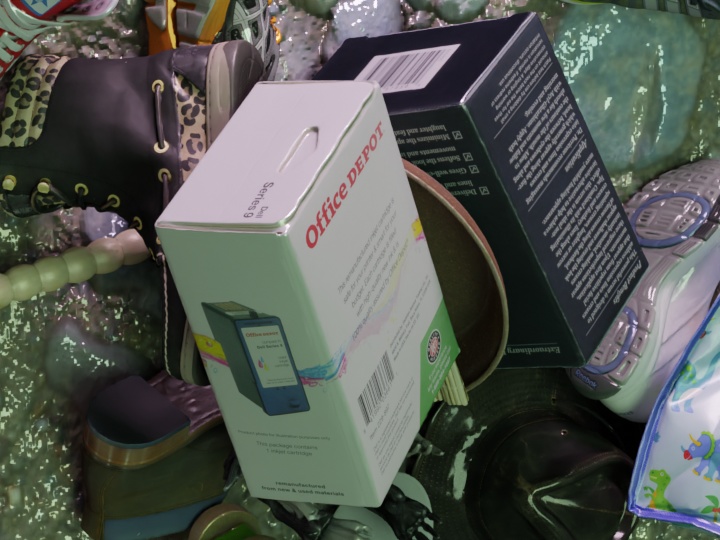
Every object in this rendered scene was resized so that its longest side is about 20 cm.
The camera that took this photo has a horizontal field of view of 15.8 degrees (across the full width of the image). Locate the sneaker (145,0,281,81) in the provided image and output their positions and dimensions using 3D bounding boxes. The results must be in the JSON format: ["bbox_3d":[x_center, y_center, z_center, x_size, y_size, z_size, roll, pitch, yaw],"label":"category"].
[{"bbox_3d":[-0.085,-0.153,1.572,0.077,0.078,0.200,-4,108,-43],"label":"sneaker"}]

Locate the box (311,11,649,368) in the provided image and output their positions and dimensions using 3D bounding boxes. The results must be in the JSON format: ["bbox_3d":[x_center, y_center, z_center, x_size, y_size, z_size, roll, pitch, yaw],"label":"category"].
[{"bbox_3d":[0.066,-0.045,1.619,0.107,0.148,0.200,-52,126,-41],"label":"box"}]

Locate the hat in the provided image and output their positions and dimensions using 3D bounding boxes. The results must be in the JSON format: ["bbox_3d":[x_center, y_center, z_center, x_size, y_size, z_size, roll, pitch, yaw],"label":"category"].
[{"bbox_3d":[0.132,0.155,1.765,0.200,0.081,0.201,-8,107,-27],"label":"hat"}]

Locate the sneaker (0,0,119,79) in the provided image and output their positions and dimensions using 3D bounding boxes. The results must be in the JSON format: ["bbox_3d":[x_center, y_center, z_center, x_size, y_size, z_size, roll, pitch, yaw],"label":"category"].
[{"bbox_3d":[-0.207,-0.137,1.475,0.071,0.112,0.200,32,85,-32],"label":"sneaker"}]

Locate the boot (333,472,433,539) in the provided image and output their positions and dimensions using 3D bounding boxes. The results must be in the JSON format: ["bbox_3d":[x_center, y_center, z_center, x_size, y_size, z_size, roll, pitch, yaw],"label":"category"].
[{"bbox_3d":[-0.001,0.238,1.718,0.073,0.096,0.200,15,63,5],"label":"boot"}]

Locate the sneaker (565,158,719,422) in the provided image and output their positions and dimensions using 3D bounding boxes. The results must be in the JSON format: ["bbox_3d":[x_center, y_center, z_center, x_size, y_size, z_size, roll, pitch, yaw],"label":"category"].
[{"bbox_3d":[0.210,0.013,1.784,0.200,0.074,0.087,-58,139,-13],"label":"sneaker"}]

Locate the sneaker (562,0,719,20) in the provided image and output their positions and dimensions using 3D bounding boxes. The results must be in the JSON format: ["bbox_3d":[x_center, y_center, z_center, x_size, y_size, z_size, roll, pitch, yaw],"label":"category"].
[{"bbox_3d":[0.206,-0.203,1.716,0.200,0.081,0.074,1,102,-30],"label":"sneaker"}]

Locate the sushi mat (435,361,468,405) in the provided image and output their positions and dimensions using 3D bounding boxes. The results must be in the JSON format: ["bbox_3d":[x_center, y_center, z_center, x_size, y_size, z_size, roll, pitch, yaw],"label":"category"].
[{"bbox_3d":[0.000,0.000,1.562,0.012,0.096,0.200,-52,135,-40],"label":"sushi mat"}]

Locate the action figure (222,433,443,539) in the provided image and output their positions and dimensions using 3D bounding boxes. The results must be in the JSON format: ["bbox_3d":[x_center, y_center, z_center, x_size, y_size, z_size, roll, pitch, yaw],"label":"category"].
[{"bbox_3d":[-0.008,0.127,1.599,0.119,0.102,0.200,-55,139,-19],"label":"action figure"}]

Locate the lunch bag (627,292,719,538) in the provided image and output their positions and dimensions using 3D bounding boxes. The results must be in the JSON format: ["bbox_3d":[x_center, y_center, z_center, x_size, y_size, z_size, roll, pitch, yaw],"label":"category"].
[{"bbox_3d":[0.280,0.086,1.778,0.170,0.127,0.200,13,90,-67],"label":"lunch bag"}]

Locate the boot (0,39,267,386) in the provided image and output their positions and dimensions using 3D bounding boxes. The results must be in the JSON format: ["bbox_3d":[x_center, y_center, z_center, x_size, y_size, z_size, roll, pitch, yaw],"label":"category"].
[{"bbox_3d":[-0.136,-0.037,1.509,0.073,0.150,0.200,8,86,-71],"label":"boot"}]

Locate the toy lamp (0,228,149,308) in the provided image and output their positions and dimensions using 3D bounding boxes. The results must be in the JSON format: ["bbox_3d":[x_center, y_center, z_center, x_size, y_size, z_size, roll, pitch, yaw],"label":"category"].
[{"bbox_3d":[-0.183,-0.001,1.558,0.200,0.058,0.058,-21,112,-26],"label":"toy lamp"}]

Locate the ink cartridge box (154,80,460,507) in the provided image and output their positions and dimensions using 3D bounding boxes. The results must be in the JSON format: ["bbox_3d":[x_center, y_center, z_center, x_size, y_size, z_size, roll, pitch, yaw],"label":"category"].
[{"bbox_3d":[-0.025,0.012,1.465,0.145,0.087,0.200,-60,143,-45],"label":"ink cartridge box"}]

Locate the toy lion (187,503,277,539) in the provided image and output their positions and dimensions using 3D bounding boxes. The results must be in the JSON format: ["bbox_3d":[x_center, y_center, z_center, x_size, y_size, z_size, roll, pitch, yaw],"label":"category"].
[{"bbox_3d":[-0.121,0.271,1.622,0.200,0.069,0.192,-27,122,-20],"label":"toy lion"}]

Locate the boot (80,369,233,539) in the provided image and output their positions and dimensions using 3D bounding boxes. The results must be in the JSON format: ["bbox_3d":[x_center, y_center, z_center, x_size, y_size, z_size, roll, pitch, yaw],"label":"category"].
[{"bbox_3d":[-0.098,0.104,1.642,0.200,0.075,0.097,-17,137,-37],"label":"boot"}]

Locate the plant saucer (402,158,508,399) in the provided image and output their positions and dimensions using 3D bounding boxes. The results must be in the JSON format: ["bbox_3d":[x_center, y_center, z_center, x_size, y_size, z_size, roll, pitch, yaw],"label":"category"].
[{"bbox_3d":[0.008,-0.008,1.586,0.037,0.200,0.201,-52,126,-41],"label":"plant saucer"}]
